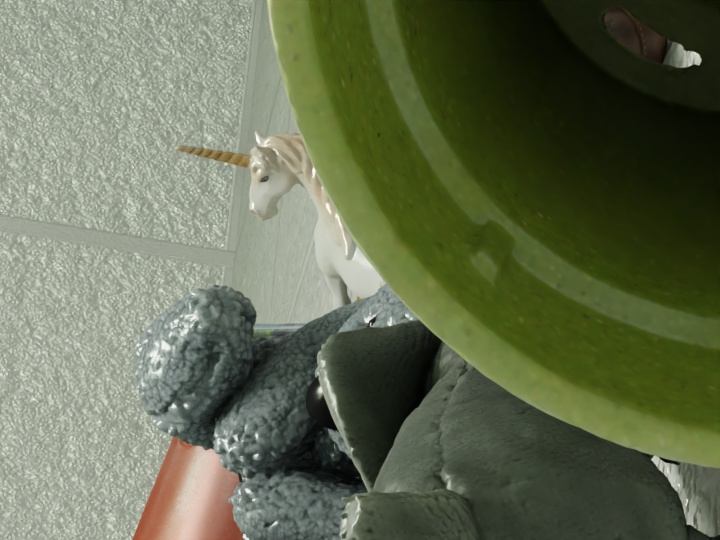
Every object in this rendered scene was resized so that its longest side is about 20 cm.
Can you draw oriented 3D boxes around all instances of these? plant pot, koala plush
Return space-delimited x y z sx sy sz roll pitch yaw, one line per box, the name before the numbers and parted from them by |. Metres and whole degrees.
plant pot | -0.092 0.229 1.461 0.201 0.199 0.197 153 133 -81
koala plush | 0.026 0.057 0.892 0.200 0.182 0.179 -48 53 49
plant pot | 0.091 -0.082 0.450 0.184 0.199 0.202 -66 -13 -73

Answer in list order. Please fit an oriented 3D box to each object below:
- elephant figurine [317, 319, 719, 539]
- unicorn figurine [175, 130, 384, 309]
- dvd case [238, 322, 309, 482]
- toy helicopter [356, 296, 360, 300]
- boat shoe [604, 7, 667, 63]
elephant figurine | 0.053 0.054 0.661 0.156 0.140 0.201 99 171 -45
unicorn figurine | 0.000 0.000 1.147 0.074 0.199 0.138 -38 -43 -33
dvd case | -0.016 0.100 1.137 0.199 0.017 0.144 -4 99 56
toy helicopter | 0.003 0.053 1.331 0.133 0.078 0.201 110 170 -55
boat shoe | 0.080 -0.056 0.903 0.071 0.070 0.200 62 160 10
